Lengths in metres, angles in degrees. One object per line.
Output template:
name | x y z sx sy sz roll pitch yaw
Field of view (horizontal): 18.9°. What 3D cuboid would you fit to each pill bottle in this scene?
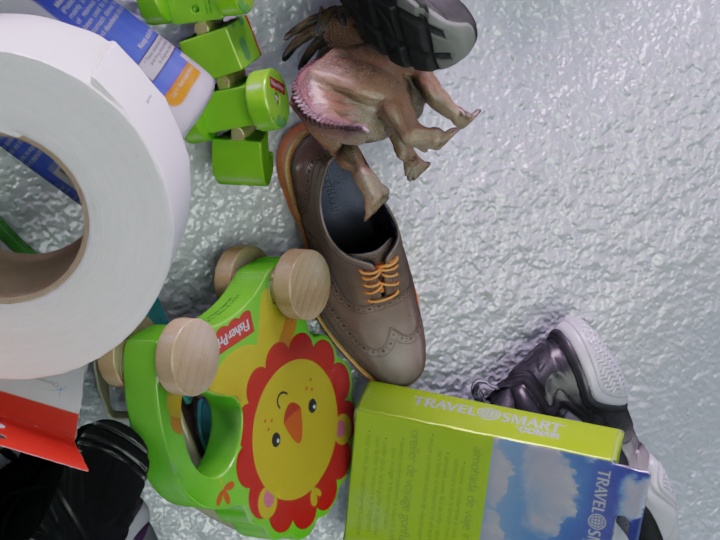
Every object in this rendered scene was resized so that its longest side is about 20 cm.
pill bottle | -0.196 -0.129 1.286 0.200 0.112 0.112 37 91 -10

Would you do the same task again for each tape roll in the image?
tape roll | -0.198 -0.042 1.224 0.202 0.071 0.203 2 113 5

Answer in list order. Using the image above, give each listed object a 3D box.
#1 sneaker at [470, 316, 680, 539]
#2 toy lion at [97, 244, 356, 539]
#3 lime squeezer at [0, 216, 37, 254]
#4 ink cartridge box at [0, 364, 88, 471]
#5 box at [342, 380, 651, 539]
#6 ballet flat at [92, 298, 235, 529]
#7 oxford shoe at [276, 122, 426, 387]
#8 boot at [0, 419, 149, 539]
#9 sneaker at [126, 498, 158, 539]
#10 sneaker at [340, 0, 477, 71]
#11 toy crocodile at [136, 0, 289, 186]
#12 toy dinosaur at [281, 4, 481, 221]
sneaker | 0.147 0.137 1.529 0.114 0.075 0.200 -27 113 -5
toy lion | -0.071 0.092 1.392 0.200 0.069 0.192 -32 118 -51
lime squeezer | -0.280 -0.042 1.341 0.200 0.038 0.071 9 135 -23
ink cartridge box | -0.240 0.052 1.276 0.162 0.200 0.057 18 90 -18
box | 0.092 0.151 1.456 0.200 0.048 0.122 11 121 11
ballet flat | -0.129 0.098 1.423 0.069 0.069 0.200 -29 112 -10
oxford shoe | 0.000 0.000 1.428 0.071 0.073 0.200 -28 114 -10
boot | -0.209 0.184 1.315 0.073 0.162 0.198 33 57 -20
sneaker | -0.179 0.241 1.397 0.200 0.074 0.088 -56 130 -36
sneaker | 0.011 -0.192 1.313 0.079 0.200 0.075 -35 140 -19
toy crocodile | -0.090 -0.145 1.360 0.067 0.062 0.200 -10 108 20
toy dinosaur | -0.004 -0.115 1.343 0.136 0.200 0.086 46 118 1
